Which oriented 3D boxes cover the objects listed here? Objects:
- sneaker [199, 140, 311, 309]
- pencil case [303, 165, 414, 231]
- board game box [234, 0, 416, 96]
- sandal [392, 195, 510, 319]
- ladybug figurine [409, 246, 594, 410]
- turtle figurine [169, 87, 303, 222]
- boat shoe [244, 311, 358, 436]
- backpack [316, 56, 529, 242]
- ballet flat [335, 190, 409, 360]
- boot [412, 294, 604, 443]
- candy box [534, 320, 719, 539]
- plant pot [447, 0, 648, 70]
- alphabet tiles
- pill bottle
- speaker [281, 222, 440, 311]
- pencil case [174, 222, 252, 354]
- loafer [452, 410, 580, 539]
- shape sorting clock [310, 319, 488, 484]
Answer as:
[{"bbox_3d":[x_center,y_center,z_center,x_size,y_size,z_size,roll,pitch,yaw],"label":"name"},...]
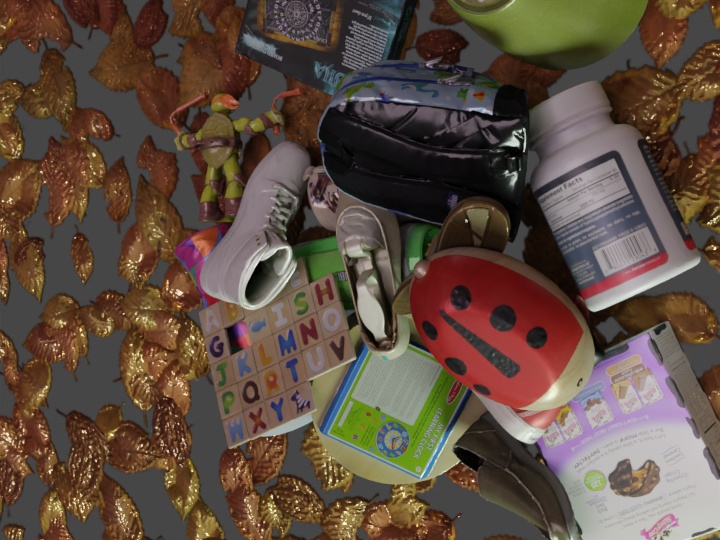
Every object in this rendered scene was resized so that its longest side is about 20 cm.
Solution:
[{"bbox_3d":[-0.092,-0.047,1.310,0.115,0.073,0.201,20,80,56],"label":"sneaker"},{"bbox_3d":[0.033,-0.096,1.282,0.199,0.078,0.090,-11,114,32],"label":"pencil case"},{"bbox_3d":[-0.043,-0.275,1.326,0.199,0.028,0.136,28,112,23],"label":"board game box"},{"bbox_3d":[0.091,-0.013,1.134,0.080,0.054,0.200,16,141,-8],"label":"sandal"},{"bbox_3d":[0.126,0.060,1.084,0.199,0.072,0.136,35,121,-7],"label":"ladybug figurine"},{"bbox_3d":[-0.153,-0.141,1.381,0.199,0.064,0.163,-6,85,29],"label":"turtle figurine"},{"bbox_3d":[-0.058,0.107,1.354,0.202,0.075,0.086,-38,45,15],"label":"boat shoe"},{"bbox_3d":[0.058,-0.124,1.133,0.198,0.154,0.164,0,134,5],"label":"backpack"},{"bbox_3d":[0.010,-0.005,1.223,0.069,0.069,0.202,-14,89,32],"label":"ballet flat"},{"bbox_3d":[0.150,0.055,1.194,0.200,0.072,0.145,45,109,28],"label":"boot"},{"bbox_3d":[0.276,0.179,1.192,0.167,0.071,0.201,-30,83,31],"label":"candy box"},{"bbox_3d":[0.155,-0.281,1.104,0.186,0.200,0.189,6,102,30],"label":"plant pot"},{"bbox_3d":[-0.093,0.087,1.312,0.199,0.008,0.168,-27,68,31],"label":"alphabet tiles"},{"bbox_3d":[0.234,-0.074,1.143,0.119,0.119,0.201,-27,84,32],"label":"pill bottle"},{"bbox_3d":[0.000,0.000,1.318,0.199,0.088,0.089,-9,94,32],"label":"speaker"},{"bbox_3d":[-0.148,0.043,1.417,0.088,0.088,0.201,-31,81,31],"label":"pencil case"},{"bbox_3d":[0.159,0.228,1.223,0.200,0.069,0.076,48,161,54],"label":"loafer"},{"bbox_3d":[0.044,0.142,1.301,0.198,0.039,0.202,0,104,2],"label":"shape sorting clock"}]
